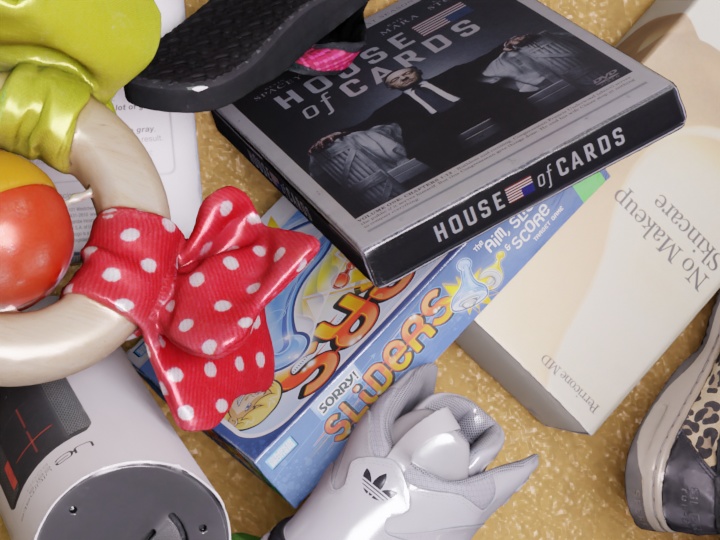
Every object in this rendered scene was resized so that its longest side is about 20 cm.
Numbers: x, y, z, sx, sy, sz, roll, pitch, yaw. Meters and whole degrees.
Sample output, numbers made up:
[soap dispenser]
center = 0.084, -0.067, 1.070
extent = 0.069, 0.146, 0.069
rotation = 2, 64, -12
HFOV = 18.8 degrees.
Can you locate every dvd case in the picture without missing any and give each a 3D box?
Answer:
[dvd case]
center = 0.031, -0.070, 0.956
extent = 0.150, 0.200, 0.025
rotation = -29, 121, -10

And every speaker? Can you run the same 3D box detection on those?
[speaker]
center = -0.116, 0.079, 0.905
extent = 0.081, 0.200, 0.082
rotation = -6, 110, -17

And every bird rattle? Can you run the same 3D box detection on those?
[bird rattle]
center = -0.123, -0.017, 0.863
extent = 0.163, 0.113, 0.201
rotation = -25, 86, -21

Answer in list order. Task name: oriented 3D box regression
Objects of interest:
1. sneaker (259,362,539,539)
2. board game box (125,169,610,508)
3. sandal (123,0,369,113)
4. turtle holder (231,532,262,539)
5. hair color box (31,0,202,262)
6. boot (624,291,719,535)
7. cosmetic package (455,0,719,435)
[sneaker]
center = 0.028, 0.108, 0.928
extent = 0.075, 0.200, 0.115
rotation = 41, 96, 19
[board game box]
center = 0.000, 0.000, 0.971
extent = 0.200, 0.135, 0.034
rotation = -46, 124, -10
[sandal]
center = -0.035, -0.107, 0.983
extent = 0.200, 0.075, 0.045
rotation = -41, 132, -43
[turtle holder]
center = -0.071, 0.193, 0.954
extent = 0.185, 0.141, 0.132
rotation = 7, 104, -39
[hair color box]
center = -0.130, -0.106, 0.995
extent = 0.099, 0.061, 0.201
rotation = -5, 87, -9
[boot]
center = 0.225, 0.052, 0.976
extent = 0.200, 0.150, 0.073
rotation = -49, 134, -31
[cosmetic package]
center = 0.126, -0.030, 1.018
extent = 0.105, 0.071, 0.200
rotation = 42, 81, -11
